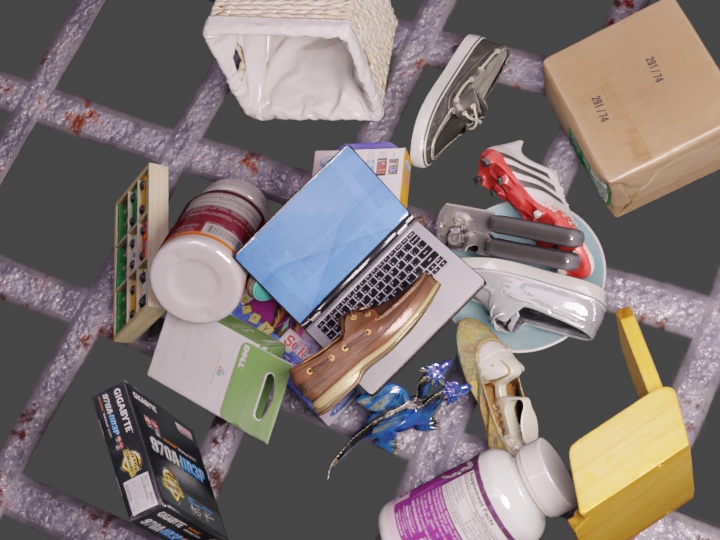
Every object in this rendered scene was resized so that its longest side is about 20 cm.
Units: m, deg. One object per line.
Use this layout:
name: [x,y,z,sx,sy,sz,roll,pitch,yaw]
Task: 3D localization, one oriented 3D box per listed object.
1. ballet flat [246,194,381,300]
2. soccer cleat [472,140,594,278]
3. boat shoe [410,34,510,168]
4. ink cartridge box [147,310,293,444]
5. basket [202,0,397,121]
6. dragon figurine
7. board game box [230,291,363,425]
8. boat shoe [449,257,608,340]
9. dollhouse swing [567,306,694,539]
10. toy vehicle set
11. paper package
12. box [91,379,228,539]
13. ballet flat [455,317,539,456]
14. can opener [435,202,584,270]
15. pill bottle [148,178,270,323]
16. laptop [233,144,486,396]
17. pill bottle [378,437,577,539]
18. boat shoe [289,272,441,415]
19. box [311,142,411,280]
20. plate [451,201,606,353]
ballet flat: [-0.063,-0.040,1.678,0.200,0.068,0.068,-35,51,-11]
soccer cleat: [0.220,-0.077,1.675,0.085,0.069,0.200,-28,67,-32]
boat shoe: [0.127,-0.213,1.785,0.064,0.071,0.200,21,72,23]
ink cartridge box: [-0.154,0.118,1.687,0.200,0.059,0.104,25,102,31]
basket: [-0.071,-0.309,1.814,0.200,0.198,0.161,3,63,17]
dragon figurine: [0.034,0.167,1.623,0.200,0.099,0.059,-24,62,3]
board game box: [-0.043,0.053,1.727,0.200,0.041,0.200,39,81,27]
boat shoe: [0.183,0.037,1.630,0.201,0.070,0.072,12,67,17]
dollhouse swing: [0.263,0.172,1.501,0.182,0.200,0.176,-33,63,-1]
toy vehicle set: [-0.279,-0.021,1.787,0.026,0.124,0.200,10,61,-27]
paper package: [0.341,-0.198,1.702,0.190,0.103,0.200,-26,63,4]
box: [-0.226,0.231,1.608,0.046,0.200,0.159,-26,62,5]
ballet flat: [0.164,0.141,1.602,0.071,0.071,0.200,-16,74,8]
can opener: [0.177,-0.039,1.644,0.200,0.067,0.053,13,96,36]
pill bottle: [-0.176,-0.030,1.712,0.114,0.114,0.200,-5,26,13]
laptop: [0.000,0.000,1.608,0.187,0.116,0.200,-45,59,-3]
pill bottle: [0.129,0.262,1.525,0.200,0.112,0.112,-30,61,16]
boat shoe: [0.005,0.070,1.563,0.200,0.072,0.068,-44,90,-1]
box: [-0.004,-0.075,1.730,0.119,0.041,0.200,-1,68,15]
plate: [0.195,0.008,1.693,0.200,0.026,0.200,-5,65,12]
